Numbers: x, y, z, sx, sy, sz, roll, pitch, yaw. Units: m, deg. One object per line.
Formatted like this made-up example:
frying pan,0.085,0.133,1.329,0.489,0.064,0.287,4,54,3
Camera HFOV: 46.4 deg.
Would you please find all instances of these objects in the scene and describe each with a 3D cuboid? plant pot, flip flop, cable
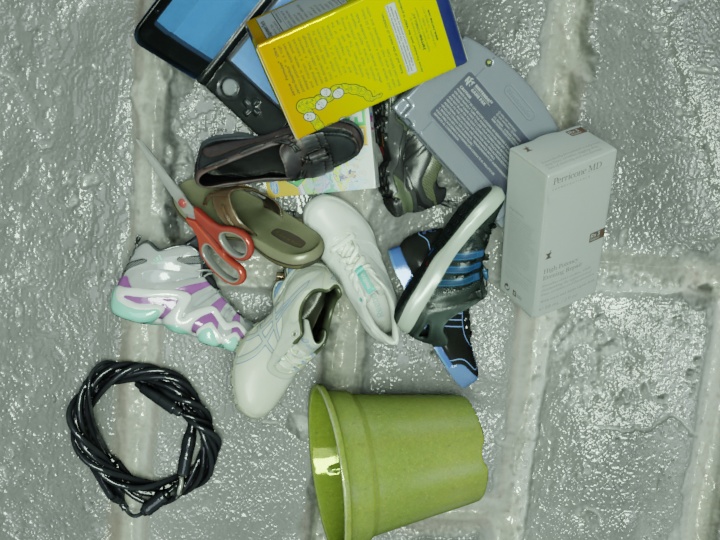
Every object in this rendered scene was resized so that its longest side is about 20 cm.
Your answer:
plant pot,0.046,0.225,1.006,0.183,0.200,0.202,-5,98,-13
flip flop,-0.130,-0.065,0.976,0.199,0.058,0.081,27,53,21
cable,-0.268,0.199,1.041,0.163,0.051,0.201,-26,97,0

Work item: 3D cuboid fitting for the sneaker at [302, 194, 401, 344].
sneaker,0.000,0.000,1.005,0.075,0.089,0.201,-31,104,1

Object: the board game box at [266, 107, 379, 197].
board game box,-0.054,-0.192,0.998,0.134,0.034,0.201,-5,98,10

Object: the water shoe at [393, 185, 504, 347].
water shoe,0.118,-0.004,0.970,0.079,0.072,0.200,31,107,-9

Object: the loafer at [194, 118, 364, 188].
loafer,-0.094,-0.124,0.956,0.199,0.063,0.072,-6,130,13

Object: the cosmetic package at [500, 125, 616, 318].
cosmetic package,0.225,-0.054,0.973,0.101,0.074,0.201,-22,132,-21

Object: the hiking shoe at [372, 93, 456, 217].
hiking shoe,0.068,-0.168,1.012,0.100,0.076,0.201,-7,104,-15

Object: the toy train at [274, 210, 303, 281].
toy train,-0.090,0.027,1.032,0.034,0.046,0.201,2,97,-4

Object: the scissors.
scissors,-0.200,-0.064,0.970,0.200,0.014,0.073,41,127,7

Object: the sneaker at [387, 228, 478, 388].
sneaker,0.110,0.045,1.034,0.078,0.070,0.201,-27,97,8

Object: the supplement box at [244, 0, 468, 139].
supplement box,-0.007,-0.241,0.888,0.199,0.109,0.110,-24,122,-1

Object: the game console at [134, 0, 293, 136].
game console,-0.110,-0.268,0.919,0.171,0.118,0.200,43,103,1

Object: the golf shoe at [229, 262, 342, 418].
golf shoe,-0.084,0.085,0.966,0.078,0.097,0.201,22,91,-32

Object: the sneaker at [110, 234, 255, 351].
sneaker,-0.186,0.013,1.011,0.199,0.078,0.141,19,86,-17

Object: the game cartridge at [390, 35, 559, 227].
game cartridge,0.147,-0.164,0.971,0.133,0.041,0.200,-43,109,5
